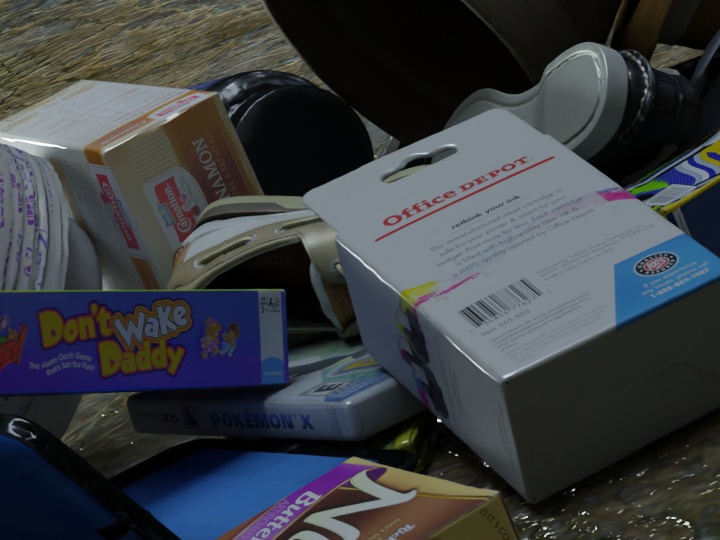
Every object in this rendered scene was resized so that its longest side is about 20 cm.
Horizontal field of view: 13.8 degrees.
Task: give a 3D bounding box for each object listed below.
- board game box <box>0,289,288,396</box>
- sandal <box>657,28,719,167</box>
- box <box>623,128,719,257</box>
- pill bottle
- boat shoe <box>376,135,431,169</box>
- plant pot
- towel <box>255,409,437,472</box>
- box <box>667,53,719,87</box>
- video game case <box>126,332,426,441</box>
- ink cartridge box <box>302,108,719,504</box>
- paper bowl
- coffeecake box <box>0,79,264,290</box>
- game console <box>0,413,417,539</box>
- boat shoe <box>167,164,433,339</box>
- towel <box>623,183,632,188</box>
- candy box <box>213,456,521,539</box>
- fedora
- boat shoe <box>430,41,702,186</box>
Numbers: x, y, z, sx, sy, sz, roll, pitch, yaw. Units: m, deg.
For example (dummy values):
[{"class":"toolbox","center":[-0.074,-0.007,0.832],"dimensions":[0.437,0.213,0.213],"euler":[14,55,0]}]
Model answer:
[{"class":"board game box","center":[-0.151,0.035,1.352],"dimensions":[0.200,0.045,0.134],"euler":[0,-3,-43]},{"class":"sandal","center":[0.183,-0.096,1.437],"dimensions":[0.200,0.043,0.076],"euler":[-55,-26,18]},{"class":"box","center":[0.203,-0.041,1.390],"dimensions":[0.200,0.070,0.064],"euler":[-31,15,-29]},{"class":"pill bottle","center":[-0.066,-0.057,1.703],"dimensions":[0.112,0.112,0.200],"euler":[-28,8,-19]},{"class":"boat shoe","center":[0.052,-0.074,1.716],"dimensions":[0.200,0.063,0.073],"euler":[-60,-1,-37]},{"class":"plant pot","center":[0.068,-0.177,1.575],"dimensions":[0.174,0.200,0.200],"euler":[-52,26,-19]},{"class":"towel","center":[-0.058,0.101,1.384],"dimensions":[0.200,0.018,0.086],"euler":[-19,12,14]},{"class":"box","center":[0.263,-0.102,1.556],"dimensions":[0.200,0.048,0.158],"euler":[-21,15,7]},{"class":"video game case","center":[0.015,0.036,1.441],"dimensions":[0.200,0.022,0.182],"euler":[-25,13,-36]},{"class":"ink cartridge box","center":[0.069,0.009,1.306],"dimensions":[0.115,0.068,0.200],"euler":[-24,33,-16]},{"class":"paper bowl","center":[-0.206,0.032,1.544],"dimensions":[0.104,0.201,0.201],"euler":[17,-2,-25]},{"class":"coffeecake box","center":[-0.112,-0.017,1.594],"dimensions":[0.073,0.154,0.200],"euler":[-29,17,-20]},{"class":"game console","center":[-0.108,0.076,1.290],"dimensions":[0.200,0.171,0.118],"euler":[-3,51,55]},{"class":"boat shoe","center":[0.000,0.000,1.430],"dimensions":[0.200,0.075,0.068],"euler":[-8,32,29]},{"class":"towel","center":[0.071,-0.029,1.581],"dimensions":[0.143,0.023,0.200],"euler":[-9,12,37]},{"class":"candy box","center":[-0.043,0.145,1.129],"dimensions":[0.200,0.057,0.117],"euler":[-31,17,-23]},{"class":"fedora","center":[0.198,-0.176,1.587],"dimensions":[0.082,0.201,0.201],"euler":[21,19,-1]},{"class":"boat shoe","center":[0.095,-0.061,1.458],"dimensions":[0.060,0.074,0.200],"euler":[12,-21,-23]}]
